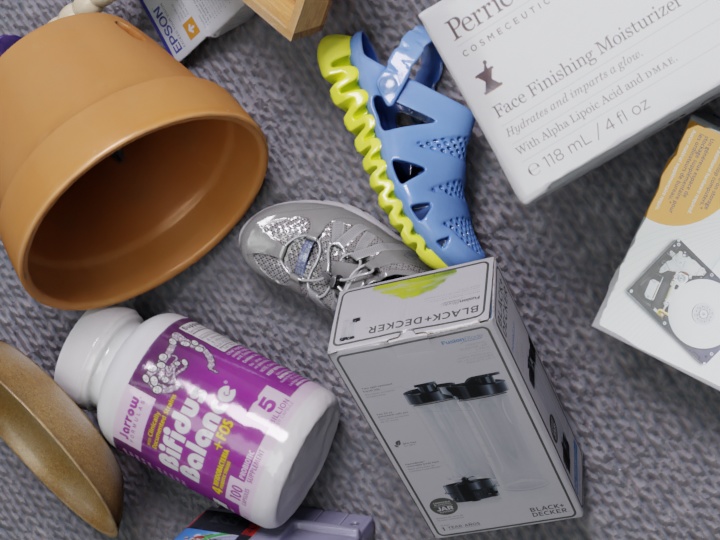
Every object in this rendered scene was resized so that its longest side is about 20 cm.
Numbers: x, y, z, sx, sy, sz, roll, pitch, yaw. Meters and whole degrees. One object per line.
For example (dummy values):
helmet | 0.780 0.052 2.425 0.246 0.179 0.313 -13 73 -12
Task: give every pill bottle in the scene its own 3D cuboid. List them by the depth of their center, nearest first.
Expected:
pill bottle | -0.125 0.100 1.043 0.199 0.112 0.113 25 105 14

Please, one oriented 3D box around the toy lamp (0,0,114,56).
toy lamp | -0.225 -0.183 1.052 0.200 0.058 0.058 -34 86 34

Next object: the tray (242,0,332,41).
tray | -0.089 -0.254 0.936 0.200 0.037 0.099 43 133 21

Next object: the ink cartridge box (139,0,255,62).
ink cartridge box | -0.119 -0.281 1.006 0.200 0.040 0.200 -31 87 47

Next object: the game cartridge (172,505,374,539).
game cartridge | -0.081 0.215 0.998 0.129 0.200 0.039 8 105 17

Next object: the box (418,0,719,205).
box | 0.169 -0.152 0.856 0.198 0.200 0.131 -31 88 21

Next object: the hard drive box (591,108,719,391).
hard drive box | 0.276 0.007 0.909 0.199 0.077 0.157 26 106 13

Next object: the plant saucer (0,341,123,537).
plant saucer | -0.244 0.120 1.076 0.200 0.200 0.035 44 67 8

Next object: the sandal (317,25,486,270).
sandal | 0.043 -0.090 0.968 0.087 0.079 0.201 -26 81 13

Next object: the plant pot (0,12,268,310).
plant pot | -0.186 -0.089 1.004 0.200 0.200 0.140 -45 67 19

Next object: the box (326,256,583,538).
box | 0.070 0.091 0.947 0.116 0.060 0.201 -13 129 21

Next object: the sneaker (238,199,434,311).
sneaker | 0.000 0.000 1.000 0.199 0.082 0.075 17 102 15
